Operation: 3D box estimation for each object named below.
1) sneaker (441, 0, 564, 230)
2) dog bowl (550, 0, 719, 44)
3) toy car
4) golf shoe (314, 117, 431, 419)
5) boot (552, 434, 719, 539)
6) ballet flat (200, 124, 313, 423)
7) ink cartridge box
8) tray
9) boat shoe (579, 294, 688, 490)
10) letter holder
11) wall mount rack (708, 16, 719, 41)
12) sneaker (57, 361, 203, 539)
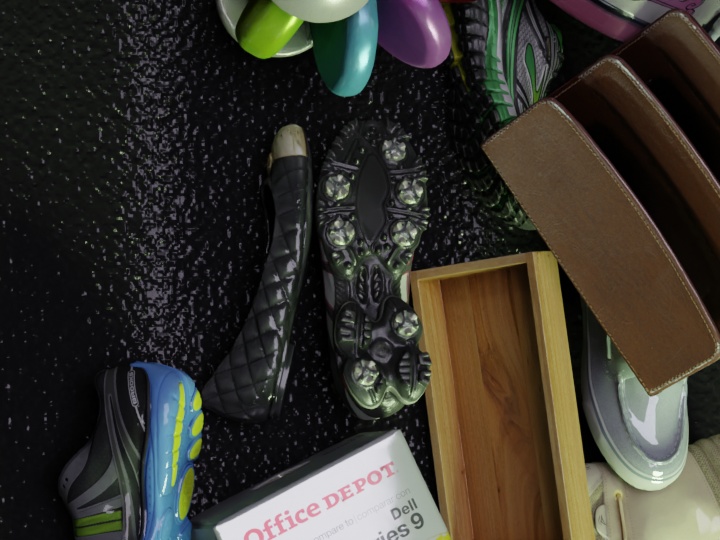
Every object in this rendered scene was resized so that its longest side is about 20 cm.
[{"bbox_3d":[0.107,-0.127,1.765,0.085,0.078,0.201,-8,88,-23],"label":"sneaker"},{"bbox_3d":[0.167,-0.226,1.747,0.199,0.200,0.074,28,115,-15],"label":"dog bowl"},{"bbox_3d":[0.009,-0.199,1.683,0.150,0.175,0.200,41,73,-8],"label":"toy car"},{"bbox_3d":[0.000,0.000,1.716,0.077,0.088,0.201,4,74,-14],"label":"golf shoe"},{"bbox_3d":[0.210,0.219,1.768,0.155,0.073,0.201,-11,79,-20],"label":"boot"},{"bbox_3d":[-0.063,0.000,1.700,0.056,0.066,0.201,9,79,-1],"label":"ballet flat"},{"bbox_3d":[-0.005,0.222,1.686,0.145,0.087,0.201,-25,91,-19],"label":"ink cartridge box"},{"bbox_3d":[0.095,0.093,1.728,0.037,0.098,0.201,-1,83,-56],"label":"tray"},{"bbox_3d":[0.188,0.045,1.758,0.070,0.072,0.202,-1,70,-16],"label":"boat shoe"},{"bbox_3d":[0.199,-0.046,1.668,0.100,0.142,0.201,-34,89,-41],"label":"letter holder"},{"bbox_3d":[0.277,-0.111,1.795,0.199,0.075,0.175,-2,119,-19],"label":"wall mount rack"},{"bbox_3d":[-0.154,0.156,1.655,0.082,0.071,0.201,12,94,25],"label":"sneaker"}]
